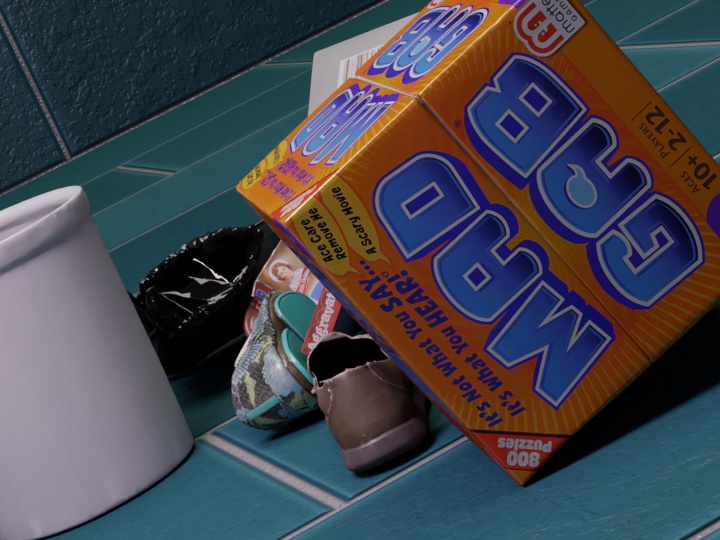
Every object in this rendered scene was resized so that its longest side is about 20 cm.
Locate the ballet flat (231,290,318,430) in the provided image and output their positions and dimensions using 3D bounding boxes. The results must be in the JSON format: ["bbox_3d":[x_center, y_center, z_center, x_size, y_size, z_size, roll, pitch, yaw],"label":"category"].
[{"bbox_3d":[-0.061,0.064,1.759,0.074,0.074,0.200,-24,8,8],"label":"ballet flat"}]

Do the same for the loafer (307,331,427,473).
[{"bbox_3d":[0.004,0.066,1.587,0.073,0.071,0.200,-25,11,-2],"label":"loafer"}]

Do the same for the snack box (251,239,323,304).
[{"bbox_3d":[-0.010,-0.037,1.932,0.200,0.072,0.024,-59,-6,-39],"label":"snack box"}]

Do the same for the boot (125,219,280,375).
[{"bbox_3d":[-0.100,0.002,1.957,0.198,0.073,0.163,-37,-10,-16],"label":"boot"}]

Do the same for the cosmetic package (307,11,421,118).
[{"bbox_3d":[0.058,-0.097,1.880,0.107,0.200,0.090,-20,47,31],"label":"cosmetic package"}]

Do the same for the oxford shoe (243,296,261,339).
[{"bbox_3d":[-0.024,0.014,1.955,0.200,0.071,0.074,-40,-13,-37],"label":"oxford shoe"}]

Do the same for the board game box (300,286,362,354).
[{"bbox_3d":[0.000,0.000,1.773,0.019,0.103,0.200,21,9,7],"label":"board game box"}]

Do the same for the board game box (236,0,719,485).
[{"bbox_3d":[0.078,-0.034,1.434,0.200,0.200,0.200,-43,12,-2],"label":"board game box"}]

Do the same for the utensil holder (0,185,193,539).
[{"bbox_3d":[-0.229,0.067,1.752,0.170,0.201,0.170,-23,11,5],"label":"utensil holder"}]
